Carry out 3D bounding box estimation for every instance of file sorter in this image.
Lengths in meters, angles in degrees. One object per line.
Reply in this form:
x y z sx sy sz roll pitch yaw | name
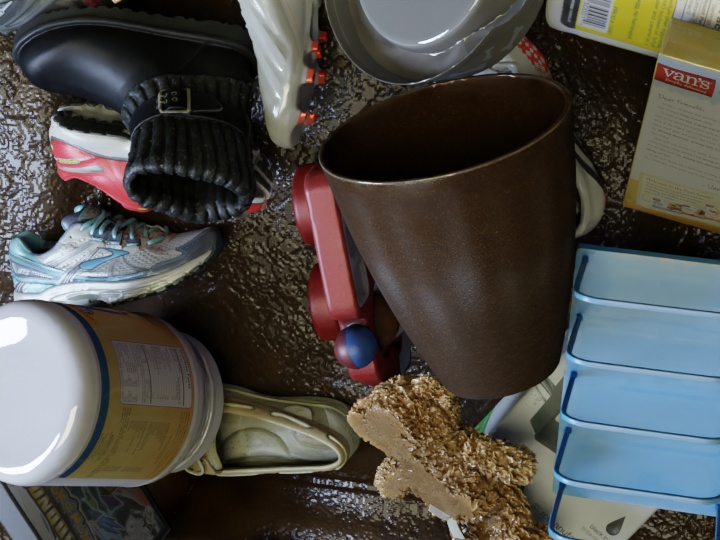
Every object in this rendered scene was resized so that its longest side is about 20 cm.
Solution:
0.214 0.100 1.452 0.137 0.123 0.202 7 107 10 | file sorter

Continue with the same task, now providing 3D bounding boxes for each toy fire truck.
0.000 0.000 1.538 0.111 0.168 0.202 -4 107 16 | toy fire truck

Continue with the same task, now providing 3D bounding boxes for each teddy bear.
0.077 0.159 1.534 0.200 0.067 0.145 43 144 -3 | teddy bear

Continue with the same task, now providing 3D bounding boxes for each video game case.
-0.251 0.181 1.657 0.025 0.181 0.201 -28 99 22 | video game case

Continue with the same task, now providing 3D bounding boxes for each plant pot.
0.083 -0.015 1.432 0.185 0.187 0.202 -8 114 17 | plant pot

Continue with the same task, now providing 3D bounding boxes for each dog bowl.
0.061 -0.234 1.456 0.199 0.058 0.202 -5 82 43 | dog bowl

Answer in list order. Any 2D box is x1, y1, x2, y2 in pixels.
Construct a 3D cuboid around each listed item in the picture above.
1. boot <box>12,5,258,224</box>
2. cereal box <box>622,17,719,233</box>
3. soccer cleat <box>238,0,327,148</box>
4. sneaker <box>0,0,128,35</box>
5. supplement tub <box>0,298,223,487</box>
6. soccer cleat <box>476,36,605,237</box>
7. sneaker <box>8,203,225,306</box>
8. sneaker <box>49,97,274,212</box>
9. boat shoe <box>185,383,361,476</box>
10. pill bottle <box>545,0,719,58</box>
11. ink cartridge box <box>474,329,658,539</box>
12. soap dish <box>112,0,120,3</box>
-0.180 -0.122 1.534 0.209 0.159 0.080 3 151 4 | boot
0.277 -0.095 1.443 0.143 0.040 0.201 18 150 8 | cereal box
-0.066 -0.198 1.536 0.077 0.069 0.202 5 94 10 | soccer cleat
-0.216 -0.236 1.578 0.198 0.077 0.084 -7 143 9 | sneaker
-0.217 0.103 1.590 0.143 0.199 0.146 -4 82 31 | supplement tub
0.127 -0.113 1.512 0.068 0.085 0.201 -27 100 21 | soccer cleat
-0.211 -0.016 1.640 0.198 0.078 0.087 -14 98 17 | sneaker
-0.163 -0.083 1.617 0.198 0.077 0.085 18 131 13 | sneaker
-0.101 0.143 1.669 0.199 0.063 0.074 4 109 13 | boat shoe
0.244 -0.207 1.434 0.198 0.114 0.115 17 112 8 | pill bottle
0.190 0.133 1.579 0.146 0.083 0.200 40 112 -1 | ink cartridge box
-0.163 -0.324 1.485 0.156 0.081 0.201 -30 82 7 | soap dish
